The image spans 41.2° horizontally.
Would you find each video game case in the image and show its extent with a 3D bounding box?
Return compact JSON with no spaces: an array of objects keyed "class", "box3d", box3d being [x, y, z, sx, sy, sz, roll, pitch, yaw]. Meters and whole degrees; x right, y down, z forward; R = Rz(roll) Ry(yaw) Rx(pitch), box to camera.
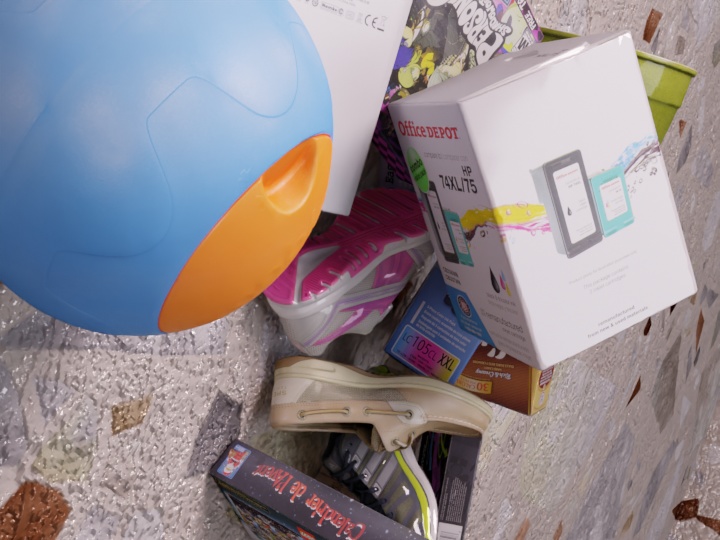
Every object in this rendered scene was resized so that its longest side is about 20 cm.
[{"class":"video game case","box3d":[0.050,-0.199,0.773,0.182,0.036,0.200,-49,132,-10]}]

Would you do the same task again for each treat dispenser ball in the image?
[{"class":"treat dispenser ball","box3d":[-0.111,-0.069,0.486,0.200,0.198,0.204,-32,130,-48]}]

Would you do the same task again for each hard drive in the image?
[{"class":"hard drive","box3d":[-0.034,-0.148,0.686,0.130,0.026,0.203,8,104,-39]}]

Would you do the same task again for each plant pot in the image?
[{"class":"plant pot","box3d":[0.233,-0.141,1.027,0.199,0.198,0.196,-5,113,-57]}]

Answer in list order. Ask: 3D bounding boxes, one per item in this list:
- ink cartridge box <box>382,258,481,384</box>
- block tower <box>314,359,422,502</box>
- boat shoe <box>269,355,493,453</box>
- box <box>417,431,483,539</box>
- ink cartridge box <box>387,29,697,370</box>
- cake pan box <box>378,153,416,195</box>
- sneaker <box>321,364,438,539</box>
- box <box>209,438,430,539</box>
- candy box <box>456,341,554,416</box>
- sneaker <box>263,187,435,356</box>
[{"class":"ink cartridge box","box3d":[0.106,0.002,0.898,0.202,0.076,0.136,-60,177,7]},{"class":"block tower","box3d":[0.012,0.180,0.944,0.201,0.053,0.058,-54,143,-29]},{"class":"boat shoe","box3d":[0.019,0.124,0.815,0.072,0.197,0.066,135,-34,-61]},{"class":"box","box3d":[0.085,0.213,0.991,0.200,0.035,0.146,-128,-132,-88]},{"class":"ink cartridge box","box3d":[0.135,-0.059,0.733,0.144,0.146,0.203,-23,105,-14]},{"class":"cake pan box","box3d":[0.090,-0.159,0.919,0.199,0.052,0.187,-31,131,-49]},{"class":"sneaker","box3d":[0.009,0.183,0.854,0.080,0.203,0.074,-1,146,-27]},{"class":"box","box3d":[-0.019,0.223,0.771,0.038,0.198,0.138,-50,143,-29]},{"class":"candy box","box3d":[0.168,0.047,1.076,0.056,0.115,0.204,-11,112,-57]},{"class":"sneaker","box3d":[0.000,0.000,0.815,0.198,0.081,0.089,-30,137,-28]}]
